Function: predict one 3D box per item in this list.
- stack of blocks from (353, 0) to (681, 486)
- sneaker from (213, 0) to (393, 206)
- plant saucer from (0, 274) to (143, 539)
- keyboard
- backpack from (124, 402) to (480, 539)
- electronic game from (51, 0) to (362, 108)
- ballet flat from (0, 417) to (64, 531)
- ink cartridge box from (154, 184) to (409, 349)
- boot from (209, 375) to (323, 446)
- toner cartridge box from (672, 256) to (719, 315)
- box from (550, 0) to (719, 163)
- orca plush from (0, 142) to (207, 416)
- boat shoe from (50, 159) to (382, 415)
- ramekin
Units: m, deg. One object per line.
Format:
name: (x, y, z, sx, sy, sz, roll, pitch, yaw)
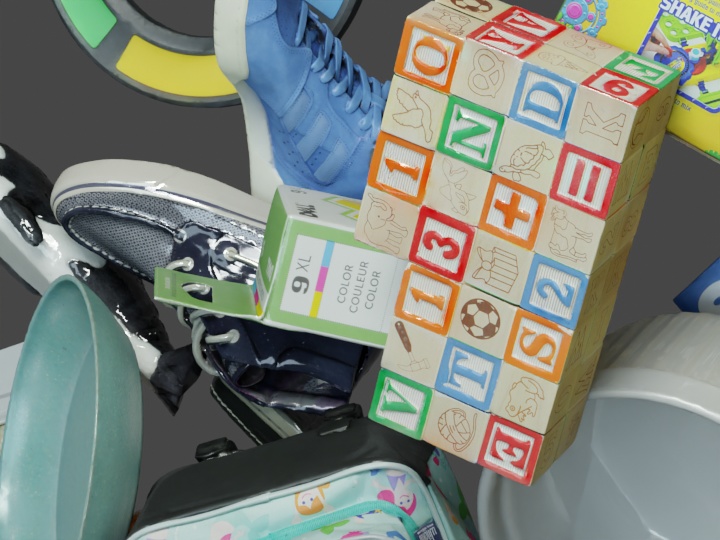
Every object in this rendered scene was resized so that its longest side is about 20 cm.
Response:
stack of blocks: (0.061, -0.015, 1.305, 0.115, 0.059, 0.200, 23, 118, 18)
sneaker: (-0.008, -0.096, 1.474, 0.111, 0.077, 0.200, 5, 133, 15)
plant saucer: (-0.152, 0.103, 1.502, 0.036, 0.200, 0.200, 7, 102, -20)
keyboard: (-0.239, 0.077, 1.634, 0.200, 0.056, 0.011, -18, 129, 22)
backpack: (-0.014, 0.192, 1.441, 0.178, 0.151, 0.200, -17, 111, 11)
electronic game: (-0.086, -0.188, 1.543, 0.200, 0.042, 0.200, 3, 98, 21)
ballet flat: (-0.157, 0.173, 1.604, 0.062, 0.067, 0.200, -15, 92, 15)
ink cartridge box: (0.000, 0.000, 1.421, 0.200, 0.104, 0.059, 12, 99, -6)
boot: (-0.037, 0.159, 1.548, 0.204, 0.073, 0.154, 43, 109, 5)
toner cartridge box: (0.262, -0.018, 1.429, 0.095, 0.043, 0.200, 47, 110, 7)
box: (0.203, -0.162, 1.350, 0.122, 0.200, 0.193, 31, 107, 15)
orca plush: (-0.148, -0.015, 1.573, 0.071, 0.105, 0.200, -44, 61, -16)
boat shoe: (-0.078, 0.010, 1.498, 0.200, 0.075, 0.093, 15, 57, 5)
ramekin: (0.168, 0.115, 1.419, 0.200, 0.105, 0.200, 15, 127, 21)
